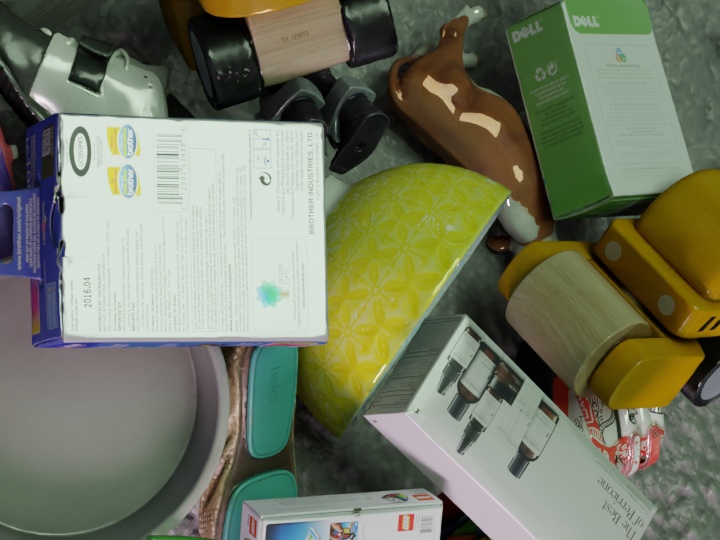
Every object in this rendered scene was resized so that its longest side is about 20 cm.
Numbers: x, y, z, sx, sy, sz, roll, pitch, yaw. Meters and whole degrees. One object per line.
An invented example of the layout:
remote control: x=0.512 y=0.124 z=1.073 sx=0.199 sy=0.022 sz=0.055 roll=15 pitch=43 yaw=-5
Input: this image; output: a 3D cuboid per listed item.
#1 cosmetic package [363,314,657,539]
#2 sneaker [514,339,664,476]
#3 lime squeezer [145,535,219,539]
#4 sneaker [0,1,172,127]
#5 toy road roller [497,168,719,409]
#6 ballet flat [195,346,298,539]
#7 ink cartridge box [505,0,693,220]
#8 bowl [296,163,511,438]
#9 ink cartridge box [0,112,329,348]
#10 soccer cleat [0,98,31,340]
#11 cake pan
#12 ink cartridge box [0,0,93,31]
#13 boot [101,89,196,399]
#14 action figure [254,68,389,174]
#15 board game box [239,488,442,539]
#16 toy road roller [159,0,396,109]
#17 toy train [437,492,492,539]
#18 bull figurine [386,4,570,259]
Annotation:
cosmetic package: x=0.099 y=0.123 z=1.612 sx=0.200 sy=0.051 sz=0.083 roll=44 pitch=65 yaw=-23
sneaker: x=0.166 y=0.146 z=1.795 sx=0.108 sy=0.067 sz=0.202 roll=13 pitch=66 yaw=-28
lime squeezer: x=-0.059 y=0.206 z=1.605 sx=0.071 sy=0.038 sz=0.200 roll=-42 pitch=122 yaw=-5
sneaker: x=-0.167 y=-0.113 z=1.567 sx=0.088 sy=0.074 sz=0.200 roll=-43 pitch=98 yaw=-10
toy road roller: x=0.210 y=0.006 z=1.767 sx=0.200 sy=0.146 sz=0.123 roll=-3 pitch=42 yaw=-50
ballet flat: x=-0.077 y=0.120 z=1.627 sx=0.070 sy=0.065 sz=0.201 roll=-6 pitch=109 yaw=-41
ink cartridge box: x=0.167 y=-0.140 z=1.820 sx=0.104 sy=0.059 sz=0.201 roll=-5 pitch=77 yaw=-47
bowl: x=0.000 y=0.000 z=1.664 sx=0.108 sy=0.200 sz=0.200 roll=35 pitch=57 yaw=2
ink cartridge box: x=-0.124 y=-0.023 z=1.496 sx=0.199 sy=0.076 sz=0.137 roll=1 pitch=84 yaw=-23
soccer cleat: x=-0.251 y=-0.050 z=1.571 sx=0.076 sy=0.067 sz=0.201 roll=-23 pitch=92 yaw=-32
cake pan: x=-0.181 y=0.082 z=1.547 sx=0.200 sy=0.037 sz=0.201 roll=-2 pitch=96 yaw=-15
ink cartridge box: x=-0.257 y=-0.244 z=1.571 sx=0.200 sy=0.147 sz=0.145 roll=1 pitch=75 yaw=-35
boot: x=-0.145 y=-0.027 z=1.631 sx=0.151 sy=0.073 sz=0.200 roll=44 pitch=64 yaw=-10
action figure: x=-0.055 y=-0.154 z=1.710 sx=0.130 sy=0.069 sz=0.200 roll=14 pitch=40 yaw=-38
board game box: x=-0.018 y=0.240 z=1.591 sx=0.126 sy=0.035 sz=0.201 roll=-1 pitch=105 yaw=-24
toy road roller: x=-0.062 y=-0.201 z=1.555 sx=0.123 sy=0.200 sz=0.146 roll=-17 pitch=115 yaw=-8
toy train: x=0.056 y=0.216 z=1.667 sx=0.200 sy=0.116 sz=0.085 roll=-38 pitch=98 yaw=-36
bull figurine: x=0.100 y=-0.093 z=1.825 sx=0.200 sy=0.065 sz=0.122 roll=47 pitch=48 yaw=-21
